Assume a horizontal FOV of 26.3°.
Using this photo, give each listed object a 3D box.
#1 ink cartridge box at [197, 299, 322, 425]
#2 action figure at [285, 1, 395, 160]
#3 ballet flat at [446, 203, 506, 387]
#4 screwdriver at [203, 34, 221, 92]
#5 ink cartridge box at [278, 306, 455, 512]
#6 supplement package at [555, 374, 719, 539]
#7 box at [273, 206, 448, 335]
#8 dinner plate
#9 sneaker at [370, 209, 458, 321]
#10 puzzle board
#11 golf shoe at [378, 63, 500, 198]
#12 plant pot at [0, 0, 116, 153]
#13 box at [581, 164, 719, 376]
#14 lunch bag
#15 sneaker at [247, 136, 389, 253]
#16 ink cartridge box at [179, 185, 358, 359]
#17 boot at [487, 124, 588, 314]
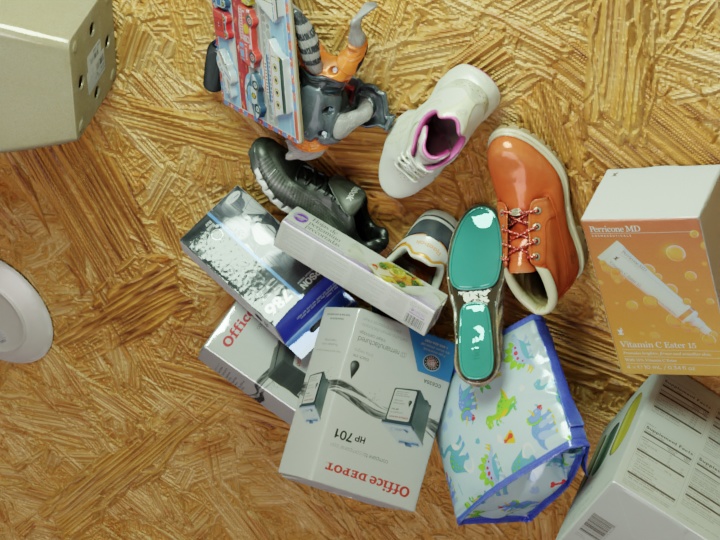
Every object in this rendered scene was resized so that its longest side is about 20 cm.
[{"bbox_3d":[-0.070,0.097,1.826,0.200,0.145,0.084,36,163,-1],"label":"ink cartridge box"},{"bbox_3d":[-0.067,-0.204,1.620,0.200,0.105,0.194,14,123,18],"label":"action figure"},{"bbox_3d":[0.129,0.029,1.690,0.068,0.200,0.067,4,173,14],"label":"ballet flat"},{"bbox_3d":[-0.147,-0.275,1.656,0.028,0.029,0.200,24,135,10],"label":"screwdriver"},{"bbox_3d":[0.010,0.157,1.739,0.146,0.200,0.086,21,168,-28],"label":"ink cartridge box"},{"bbox_3d":[0.333,0.241,1.689,0.151,0.200,0.152,32,135,3],"label":"supplement package"},{"bbox_3d":[0.000,0.000,1.688,0.200,0.039,0.041,30,129,11],"label":"box"},{"bbox_3d":[-0.520,0.056,2.150,0.200,0.024,0.200,16,134,18],"label":"dinner plate"},{"bbox_3d":[0.049,0.020,1.755,0.078,0.079,0.200,28,137,6],"label":"sneaker"},{"bbox_3d":[-0.113,-0.243,1.593,0.151,0.017,0.200,33,136,47],"label":"puzzle board"},{"bbox_3d":[0.066,-0.132,1.610,0.075,0.092,0.200,35,137,-3],"label":"golf shoe"},{"bbox_3d":[-0.377,-0.248,1.707,0.177,0.200,0.200,10,132,8],"label":"plant pot"},{"bbox_3d":[0.317,0.002,1.572,0.124,0.098,0.200,-1,125,30],"label":"box"},{"bbox_3d":[0.176,0.169,1.727,0.127,0.170,0.200,0,146,-27],"label":"lunch bag"},{"bbox_3d":[-0.039,-0.083,1.731,0.090,0.066,0.200,-25,115,38],"label":"sneaker"},{"bbox_3d":[-0.105,0.001,1.776,0.200,0.099,0.039,41,165,14],"label":"ink cartridge box"},{"bbox_3d":[0.176,-0.051,1.604,0.075,0.107,0.200,-7,121,36],"label":"boot"}]
